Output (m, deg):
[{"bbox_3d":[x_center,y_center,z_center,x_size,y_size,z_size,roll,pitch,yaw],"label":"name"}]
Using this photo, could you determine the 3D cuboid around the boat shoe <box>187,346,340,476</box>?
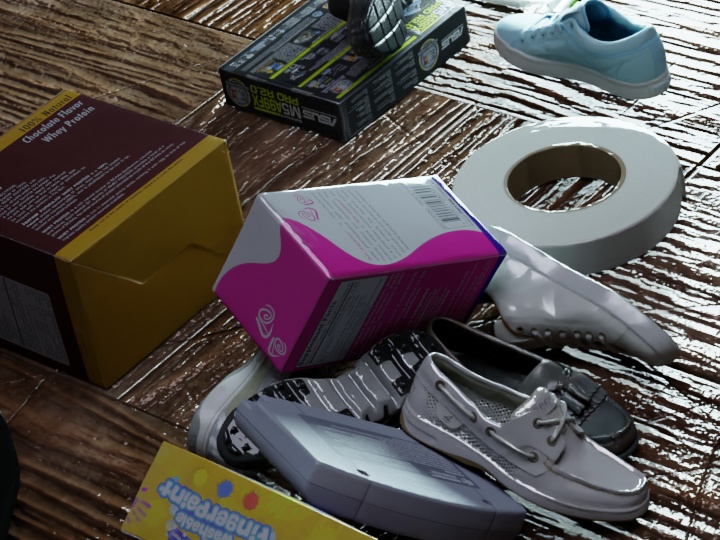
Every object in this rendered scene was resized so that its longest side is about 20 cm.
[{"bbox_3d":[-0.057,0.089,1.853,0.064,0.075,0.202,24,44,24],"label":"boat shoe"}]

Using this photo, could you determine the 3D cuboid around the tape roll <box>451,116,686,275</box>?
[{"bbox_3d":[0.179,-0.066,2.033,0.201,0.037,0.203,-8,35,6],"label":"tape roll"}]

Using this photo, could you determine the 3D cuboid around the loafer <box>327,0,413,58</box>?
[{"bbox_3d":[0.005,-0.253,2.248,0.072,0.073,0.200,-11,24,15],"label":"loafer"}]

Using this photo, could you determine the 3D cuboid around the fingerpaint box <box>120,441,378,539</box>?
[{"bbox_3d":[-0.035,0.202,1.595,0.199,0.167,0.074,20,80,38],"label":"fingerpaint box"}]

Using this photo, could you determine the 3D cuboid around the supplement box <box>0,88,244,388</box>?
[{"bbox_3d":[-0.237,-0.032,2.019,0.199,0.134,0.197,19,45,35],"label":"supplement box"}]

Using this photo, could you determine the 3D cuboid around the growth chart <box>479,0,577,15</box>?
[{"bbox_3d":[0.151,-0.301,2.389,0.199,0.018,0.145,17,43,35],"label":"growth chart"}]

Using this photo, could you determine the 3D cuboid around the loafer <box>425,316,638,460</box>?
[{"bbox_3d":[0.123,0.092,1.803,0.199,0.063,0.072,20,45,37],"label":"loafer"}]

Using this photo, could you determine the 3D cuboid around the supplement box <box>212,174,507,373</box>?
[{"bbox_3d":[0.000,0.000,1.835,0.199,0.104,0.101,-6,45,-45],"label":"supplement box"}]

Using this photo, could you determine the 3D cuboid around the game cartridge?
[{"bbox_3d":[0.018,0.147,1.681,0.199,0.041,0.133,17,11,-36],"label":"game cartridge"}]

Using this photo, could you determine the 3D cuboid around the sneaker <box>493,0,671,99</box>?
[{"bbox_3d":[0.207,-0.227,2.211,0.199,0.082,0.074,18,43,36],"label":"sneaker"}]

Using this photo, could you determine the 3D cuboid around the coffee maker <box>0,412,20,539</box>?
[{"bbox_3d":[-0.306,0.198,1.742,0.191,0.135,0.201,12,36,-8],"label":"coffee maker"}]

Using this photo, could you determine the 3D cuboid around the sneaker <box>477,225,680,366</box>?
[{"bbox_3d":[0.163,0.044,1.876,0.199,0.073,0.085,30,85,34],"label":"sneaker"}]

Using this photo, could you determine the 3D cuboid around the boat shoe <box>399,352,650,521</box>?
[{"bbox_3d":[0.124,0.120,1.723,0.199,0.070,0.071,23,26,15],"label":"boat shoe"}]

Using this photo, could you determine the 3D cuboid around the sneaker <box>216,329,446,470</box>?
[{"bbox_3d":[-0.024,0.117,1.789,0.199,0.091,0.067,-23,62,-29],"label":"sneaker"}]

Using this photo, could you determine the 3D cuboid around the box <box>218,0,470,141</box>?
[{"bbox_3d":[-0.015,-0.210,2.285,0.159,0.045,0.200,19,45,35],"label":"box"}]
